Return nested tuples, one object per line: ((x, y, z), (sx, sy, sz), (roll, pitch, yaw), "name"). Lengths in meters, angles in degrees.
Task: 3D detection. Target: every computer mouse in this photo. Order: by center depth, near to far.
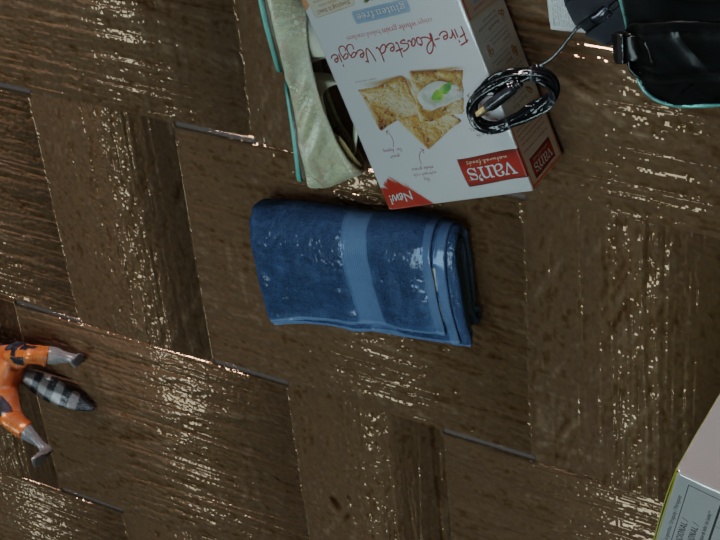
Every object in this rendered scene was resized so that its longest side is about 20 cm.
((0.139, -0.154, 1.093), (0.058, 0.034, 0.200), (36, 125, -12), "computer mouse")

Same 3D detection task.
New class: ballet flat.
((-0.034, -0.156, 1.262), (0.062, 0.068, 0.202), (-7, 125, 7), "ballet flat")

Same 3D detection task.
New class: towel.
((0.000, 0.000, 1.350), (0.198, 0.049, 0.113), (8, 125, 32), "towel")

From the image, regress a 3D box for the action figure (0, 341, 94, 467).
((-0.376, 0.127, 1.681), (0.192, 0.104, 0.202), (24, 108, 25), "action figure")

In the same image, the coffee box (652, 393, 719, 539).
((0.319, 0.186, 1.149), (0.196, 0.200, 0.202), (24, 134, 20), "coffee box")

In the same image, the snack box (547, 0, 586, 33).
((0.150, -0.249, 1.073), (0.071, 0.024, 0.202), (11, 127, 30), "snack box")

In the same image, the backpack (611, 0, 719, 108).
((0.252, -0.189, 0.952), (0.199, 0.153, 0.177), (10, 130, 42), "backpack")

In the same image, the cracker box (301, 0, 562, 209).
((0.048, -0.149, 1.198), (0.133, 0.058, 0.202), (-6, 118, 39), "cracker box")
